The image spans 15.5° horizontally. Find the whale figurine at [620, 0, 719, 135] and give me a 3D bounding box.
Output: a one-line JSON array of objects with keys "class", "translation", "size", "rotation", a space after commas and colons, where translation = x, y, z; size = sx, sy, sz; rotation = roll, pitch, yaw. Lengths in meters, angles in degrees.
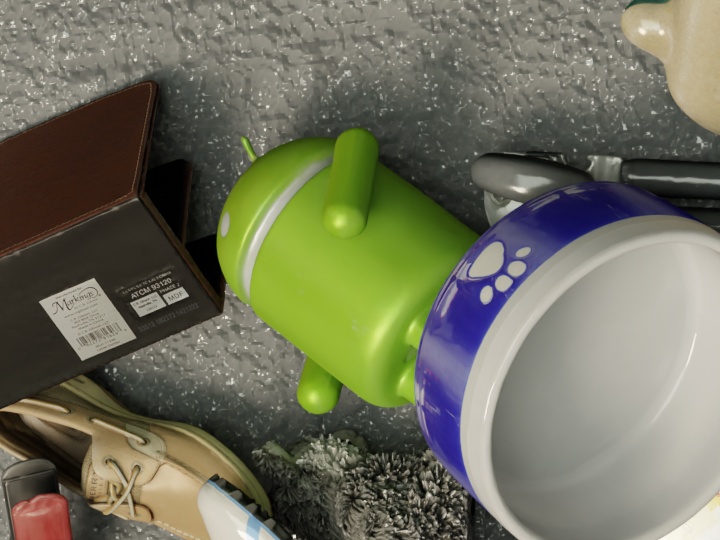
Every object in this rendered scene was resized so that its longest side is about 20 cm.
[{"class": "whale figurine", "translation": [0.219, -0.160, 1.439], "size": [0.159, 0.104, 0.200], "rotation": [-9, 138, 23]}]

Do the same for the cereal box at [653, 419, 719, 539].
[{"class": "cereal box", "translation": [0.192, 0.183, 1.565], "size": [0.200, 0.040, 0.144], "rotation": [-35, 88, 19]}]

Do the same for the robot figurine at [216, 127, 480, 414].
[{"class": "robot figurine", "translation": [0.000, 0.000, 1.541], "size": [0.200, 0.116, 0.176], "rotation": [37, 145, 25]}]

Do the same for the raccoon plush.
[{"class": "raccoon plush", "translation": [-0.002, 0.159, 1.546], "size": [0.133, 0.200, 0.097], "rotation": [1, 115, 5]}]

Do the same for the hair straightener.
[{"class": "hair straightener", "translation": [-0.192, 0.192, 1.649], "size": [0.041, 0.077, 0.200], "rotation": [-16, 130, -9]}]

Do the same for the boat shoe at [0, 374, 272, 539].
[{"class": "boat shoe", "translation": [-0.145, 0.125, 1.617], "size": [0.200, 0.064, 0.071], "rotation": [25, 124, 26]}]

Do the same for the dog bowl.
[{"class": "dog bowl", "translation": [0.132, 0.055, 1.466], "size": [0.079, 0.200, 0.201], "rotation": [40, 113, 51]}]

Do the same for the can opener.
[{"class": "can opener", "translation": [0.164, -0.038, 1.530], "size": [0.199, 0.066, 0.053], "rotation": [3, 98, 11]}]

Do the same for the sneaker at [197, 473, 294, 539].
[{"class": "sneaker", "translation": [-0.046, 0.210, 1.556], "size": [0.072, 0.072, 0.200], "rotation": [-33, 108, -11]}]

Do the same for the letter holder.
[{"class": "letter holder", "translation": [-0.190, -0.014, 1.624], "size": [0.199, 0.142, 0.101], "rotation": [-23, 123, 17]}]
